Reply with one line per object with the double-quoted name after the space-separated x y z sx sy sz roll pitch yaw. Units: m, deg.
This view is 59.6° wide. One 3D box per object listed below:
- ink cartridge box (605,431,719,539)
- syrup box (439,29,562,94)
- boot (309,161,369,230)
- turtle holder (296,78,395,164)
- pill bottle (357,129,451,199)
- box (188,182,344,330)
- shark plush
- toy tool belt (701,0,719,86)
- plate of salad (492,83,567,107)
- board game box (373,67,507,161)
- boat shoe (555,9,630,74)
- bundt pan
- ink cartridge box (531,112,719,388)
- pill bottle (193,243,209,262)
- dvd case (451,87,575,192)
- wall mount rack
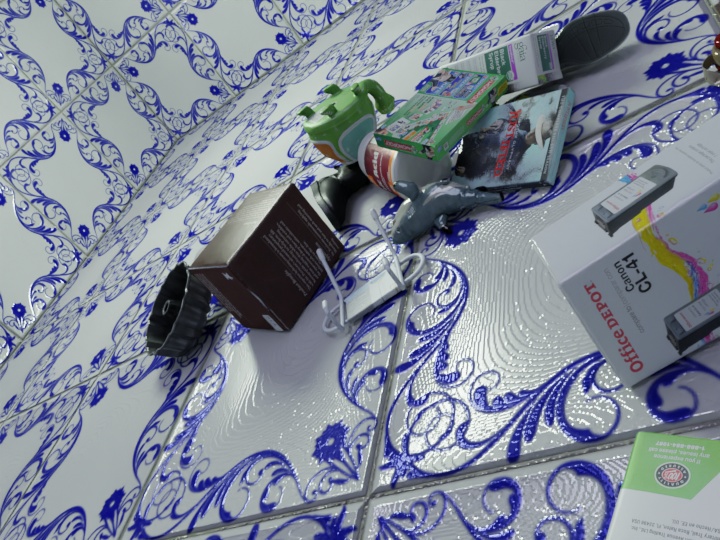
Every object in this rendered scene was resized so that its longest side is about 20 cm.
0.218 0.210 0.365 0.144 0.084 0.202 -7 43 50 "ink cartridge box"
0.237 -0.340 1.078 0.080 0.081 0.198 -23 14 -37 "syrup box"
-0.017 -0.177 1.279 0.160 0.074 0.199 -33 29 4 "boot"
-0.026 -0.303 1.265 0.138 0.133 0.187 -4 39 39 "turtle holder"
0.071 -0.196 1.129 0.114 0.115 0.200 -43 26 -4 "pill bottle"
-0.168 -0.023 1.141 0.162 0.167 0.202 -2 46 50 "box"
0.136 -0.090 0.982 0.195 0.091 0.086 -3 67 29 "shark plush"
0.469 -0.285 0.709 0.124 0.123 0.200 -41 26 0 "toy tool belt"
0.251 -0.248 1.035 0.197 0.048 0.202 -32 28 19 "plate of salad"
0.131 -0.259 1.023 0.133 0.029 0.200 23 59 40 "board game box"
0.356 -0.369 1.048 0.064 0.076 0.200 -27 3 -42 "boat shoe"
-0.372 0.090 1.309 0.201 0.075 0.206 -37 41 40 "bundt pan"
0.275 -0.014 0.548 0.198 0.148 0.086 -36 25 14 "ink cartridge box"
-0.275 -0.016 1.339 0.198 0.110 0.111 -4 44 51 "pill bottle"
0.225 -0.190 0.960 0.198 0.022 0.150 3 72 53 "dvd case"
0.000 0.000 0.981 0.198 0.075 0.175 -35 27 13 "wall mount rack"
